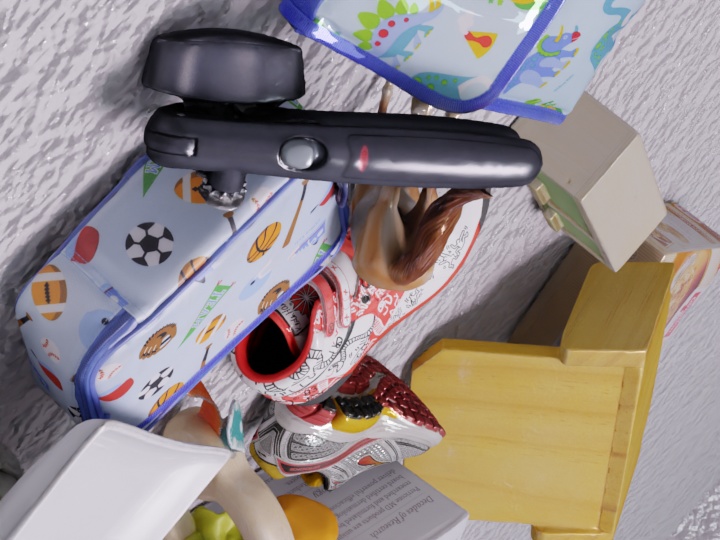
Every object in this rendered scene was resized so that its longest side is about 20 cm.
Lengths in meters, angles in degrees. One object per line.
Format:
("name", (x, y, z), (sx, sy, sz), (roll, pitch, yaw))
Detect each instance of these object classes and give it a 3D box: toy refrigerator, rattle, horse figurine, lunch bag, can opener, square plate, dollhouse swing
("toy refrigerator", (0.164, -0.065, 1.451), (0.070, 0.076, 0.200), (-49, 161, -1))
("rattle", (-0.059, 0.122, 1.260), (0.143, 0.130, 0.200), (-17, 120, -27))
("horse figurine", (0.023, -0.038, 1.095), (0.200, 0.050, 0.133), (-118, -140, -74))
("lunch bag", (-0.085, -0.001, 1.046), (0.200, 0.076, 0.160), (-42, 161, -19))
("lunch bag", (0.069, -0.175, 1.006), (0.200, 0.127, 0.170), (8, 124, -51))
("can opener", (-0.008, -0.062, 0.954), (0.200, 0.063, 0.079), (8, 114, -15))
("square plate", (-0.167, 0.155, 1.034), (0.200, 0.028, 0.198), (-49, 164, 2))
("dollhouse swing", (0.142, 0.099, 1.614), (0.182, 0.176, 0.200), (-61, 159, -53))

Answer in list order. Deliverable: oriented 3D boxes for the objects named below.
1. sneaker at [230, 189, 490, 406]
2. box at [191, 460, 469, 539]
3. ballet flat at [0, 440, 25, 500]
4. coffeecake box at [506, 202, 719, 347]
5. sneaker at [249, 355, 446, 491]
("sneaker", (0.000, 0.001, 1.235), (0.201, 0.067, 0.108), (-49, 163, 6))
("box", (-0.047, 0.253, 1.453), (0.200, 0.131, 0.199), (-28, 143, -45))
("ballet flat", (-0.208, 0.114, 1.003), (0.072, 0.072, 0.200), (-48, 161, -6))
("coffeecake box", (0.229, 0.022, 1.745), (0.154, 0.073, 0.200), (-57, 159, 18))
("sneaker", (-0.012, 0.110, 1.410), (0.082, 0.078, 0.200), (-51, 151, 16))
